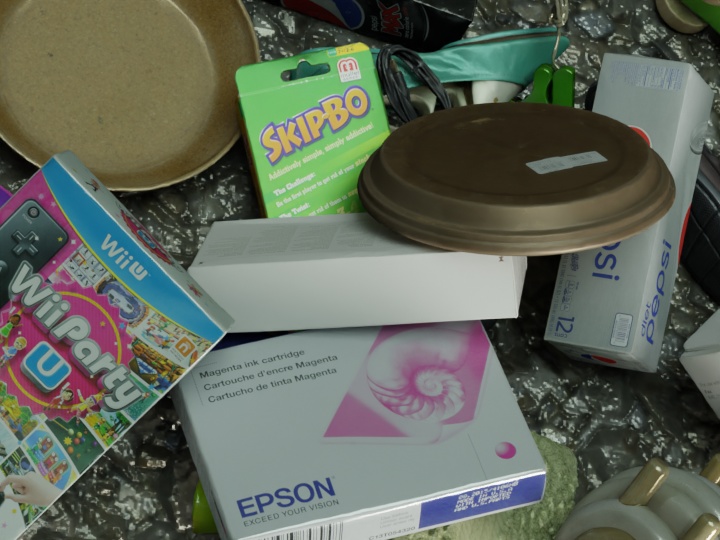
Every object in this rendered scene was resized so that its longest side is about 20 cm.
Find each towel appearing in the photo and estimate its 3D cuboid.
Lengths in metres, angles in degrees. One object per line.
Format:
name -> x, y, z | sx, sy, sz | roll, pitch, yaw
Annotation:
towel -> 0.069, 0.176, 1.472 | 0.148, 0.036, 0.200 | 30, 58, -27

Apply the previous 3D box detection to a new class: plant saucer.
plant saucer -> 0.097, -0.063, 1.469 | 0.199, 0.030, 0.200 | 0, 25, 0
plant saucer -> -0.166, -0.136, 1.562 | 0.200, 0.035, 0.201 | 6, 65, -14

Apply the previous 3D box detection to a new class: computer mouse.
computer mouse -> 0.048, -0.053, 1.567 | 0.058, 0.034, 0.201 | -16, 90, -29

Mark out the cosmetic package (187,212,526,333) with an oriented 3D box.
cosmetic package -> 0.000, 0.000, 1.460 | 0.199, 0.083, 0.051 | -3, 109, 10

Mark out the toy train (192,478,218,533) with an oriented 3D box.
toy train -> -0.052, 0.146, 1.457 | 0.115, 0.085, 0.200 | 9, 60, 6

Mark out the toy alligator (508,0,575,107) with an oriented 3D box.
toy alligator -> 0.121, -0.095, 1.593 | 0.054, 0.059, 0.201 | -4, 103, 13

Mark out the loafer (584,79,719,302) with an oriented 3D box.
loafer -> 0.237, -0.061, 1.633 | 0.063, 0.072, 0.200 | -27, 74, -29

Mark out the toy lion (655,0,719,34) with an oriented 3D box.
toy lion -> 0.327, -0.192, 1.726 | 0.192, 0.069, 0.200 | 39, 62, -5

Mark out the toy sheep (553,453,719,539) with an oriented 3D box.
toy sheep -> 0.189, 0.183, 1.469 | 0.200, 0.138, 0.138 | 8, 60, -51

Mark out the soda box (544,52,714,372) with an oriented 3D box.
soda box -> 0.179, -0.038, 1.563 | 0.063, 0.068, 0.201 | 9, 80, 24

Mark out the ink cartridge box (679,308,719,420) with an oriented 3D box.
ink cartridge box -> 0.327, 0.089, 1.554 | 0.146, 0.086, 0.200 | -41, 103, -27

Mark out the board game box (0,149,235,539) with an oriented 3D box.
board game box -> -0.196, 0.050, 1.395 | 0.200, 0.064, 0.148 | -44, 92, 5

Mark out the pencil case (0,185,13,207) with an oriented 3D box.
pencil case -> -0.274, -0.045, 1.463 | 0.200, 0.088, 0.088 | 39, 62, -1

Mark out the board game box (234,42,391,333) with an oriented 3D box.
board game box -> -0.018, -0.043, 1.538 | 0.095, 0.030, 0.201 | -12, 89, -13

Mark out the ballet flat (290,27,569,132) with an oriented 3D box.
ballet flat -> 0.051, -0.121, 1.608 | 0.199, 0.067, 0.071 | -7, 79, -14

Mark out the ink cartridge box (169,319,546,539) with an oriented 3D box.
ink cartridge box -> -0.011, 0.077, 1.437 | 0.196, 0.043, 0.200 | -13, 51, -14

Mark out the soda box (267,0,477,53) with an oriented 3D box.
soda box -> -0.017, -0.216, 1.626 | 0.199, 0.063, 0.071 | 18, 64, -8
